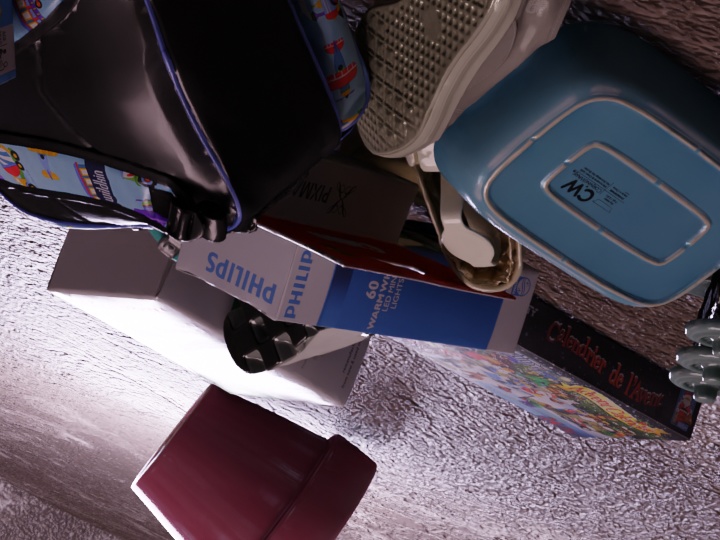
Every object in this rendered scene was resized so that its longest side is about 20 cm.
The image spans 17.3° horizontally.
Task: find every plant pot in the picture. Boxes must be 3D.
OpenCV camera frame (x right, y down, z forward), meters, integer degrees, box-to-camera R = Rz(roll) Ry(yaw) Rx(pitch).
[{"bbox_3d":[-0.112,0.212,2.283,0.179,0.200,0.200,38,164,-2],"label":"plant pot"}]

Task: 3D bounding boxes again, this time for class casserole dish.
[{"bbox_3d":[0.127,-0.044,1.165,0.121,0.039,0.200,-40,130,23],"label":"casserole dish"}]

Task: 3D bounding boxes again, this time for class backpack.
[{"bbox_3d":[-0.119,-0.110,1.117,0.200,0.135,0.183,2,123,46],"label":"backpack"}]

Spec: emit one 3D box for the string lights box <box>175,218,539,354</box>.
[{"bbox_3d":[0.000,0.000,1.432,0.200,0.059,0.103,10,-169,-43],"label":"string lights box"}]

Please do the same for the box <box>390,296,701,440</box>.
[{"bbox_3d":[0.127,0.065,1.691,0.200,0.038,0.137,29,164,-28],"label":"box"}]

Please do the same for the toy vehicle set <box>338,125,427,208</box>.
[{"bbox_3d":[0.072,-0.064,1.324,0.124,0.027,0.200,24,165,-13],"label":"toy vehicle set"}]

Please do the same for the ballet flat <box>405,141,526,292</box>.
[{"bbox_3d":[0.050,-0.061,1.197,0.069,0.070,0.200,13,147,27],"label":"ballet flat"}]

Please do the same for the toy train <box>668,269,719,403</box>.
[{"bbox_3d":[0.238,0.028,1.337,0.114,0.085,0.200,9,164,5],"label":"toy train"}]

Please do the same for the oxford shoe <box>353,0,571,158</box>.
[{"bbox_3d":[0.045,-0.106,1.081,0.058,0.075,0.200,-13,164,-26],"label":"oxford shoe"}]

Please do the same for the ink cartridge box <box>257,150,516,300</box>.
[{"bbox_3d":[-0.024,-0.041,1.264,0.173,0.044,0.200,22,-174,29],"label":"ink cartridge box"}]

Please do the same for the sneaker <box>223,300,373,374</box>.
[{"bbox_3d":[-0.005,0.013,1.638,0.088,0.074,0.200,-10,171,-42],"label":"sneaker"}]

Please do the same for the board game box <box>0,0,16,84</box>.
[{"bbox_3d":[-0.247,-0.184,1.025,0.196,0.200,0.056,13,-154,28],"label":"board game box"}]

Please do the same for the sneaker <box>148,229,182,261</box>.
[{"bbox_3d":[-0.105,-0.060,1.485,0.121,0.084,0.200,-7,151,42],"label":"sneaker"}]

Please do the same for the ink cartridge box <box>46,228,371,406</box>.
[{"bbox_3d":[-0.111,0.021,1.765,0.200,0.084,0.146,31,161,-37],"label":"ink cartridge box"}]
